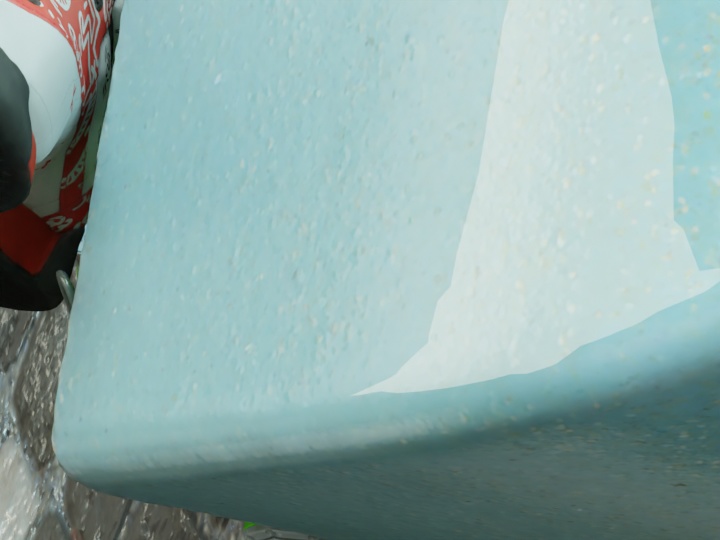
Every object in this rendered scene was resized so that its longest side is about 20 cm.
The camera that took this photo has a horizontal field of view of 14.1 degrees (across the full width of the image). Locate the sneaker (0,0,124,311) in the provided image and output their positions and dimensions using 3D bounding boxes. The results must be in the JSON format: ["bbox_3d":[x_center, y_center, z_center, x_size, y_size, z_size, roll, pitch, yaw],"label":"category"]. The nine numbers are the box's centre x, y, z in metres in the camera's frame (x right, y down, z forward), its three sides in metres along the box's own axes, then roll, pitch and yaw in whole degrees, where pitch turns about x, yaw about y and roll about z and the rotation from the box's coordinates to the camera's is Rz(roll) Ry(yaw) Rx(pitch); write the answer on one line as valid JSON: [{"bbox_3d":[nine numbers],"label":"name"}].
[{"bbox_3d":[-0.089,-0.064,0.668,0.201,0.067,0.108,87,-165,-77],"label":"sneaker"}]

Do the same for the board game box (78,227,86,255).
[{"bbox_3d":[-0.021,-0.091,0.966,0.103,0.105,0.201,8,84,65],"label":"board game box"}]

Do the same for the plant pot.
[{"bbox_3d":[0.079,-0.030,0.646,0.200,0.196,0.196,-4,74,52],"label":"plant pot"}]

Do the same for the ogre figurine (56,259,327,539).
[{"bbox_3d":[0.000,0.000,0.766,0.200,0.098,0.120,-69,-34,-61],"label":"ogre figurine"}]
